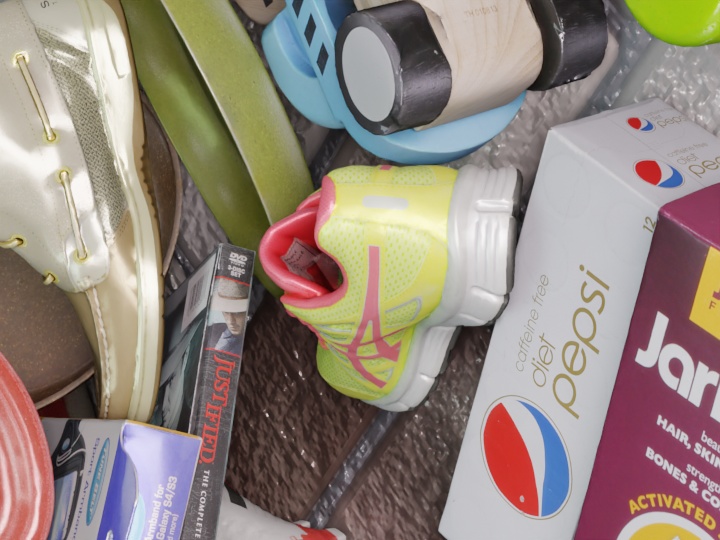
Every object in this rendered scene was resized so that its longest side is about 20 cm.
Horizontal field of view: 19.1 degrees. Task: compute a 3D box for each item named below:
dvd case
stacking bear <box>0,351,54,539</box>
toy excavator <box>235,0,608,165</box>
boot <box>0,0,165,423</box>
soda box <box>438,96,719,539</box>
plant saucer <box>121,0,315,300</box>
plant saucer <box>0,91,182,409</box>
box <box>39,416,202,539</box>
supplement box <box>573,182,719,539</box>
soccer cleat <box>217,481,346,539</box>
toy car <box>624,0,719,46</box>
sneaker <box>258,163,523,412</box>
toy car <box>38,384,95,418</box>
[{"bbox_3d":[-0.092,0.103,0.970,0.146,0.022,0.201,139,141,-59],"label":"dvd case"},{"bbox_3d":[-0.227,0.101,0.997,0.114,0.121,0.200,52,155,-16],"label":"stacking bear"},{"bbox_3d":[-0.015,-0.121,0.887,0.200,0.100,0.195,-37,74,59],"label":"toy excavator"},{"bbox_3d":[-0.169,-0.021,0.952,0.072,0.154,0.201,-174,76,-75],"label":"boot"},{"bbox_3d":[0.093,0.038,0.834,0.068,0.063,0.201,40,131,34],"label":"soda box"},{"bbox_3d":[-0.068,-0.081,0.950,0.201,0.031,0.200,58,169,18],"label":"plant saucer"},{"bbox_3d":[-0.173,-0.011,1.082,0.200,0.200,0.037,42,177,32],"label":"plant saucer"},{"bbox_3d":[-0.119,0.126,0.939,0.200,0.041,0.120,174,110,-68],"label":"box"},{"bbox_3d":[0.149,0.077,0.763,0.110,0.085,0.201,36,130,37],"label":"supplement box"},{"bbox_3d":[-0.073,0.138,1.057,0.200,0.085,0.069,40,133,35],"label":"soccer cleat"},{"bbox_3d":[0.116,-0.168,0.658,0.200,0.164,0.159,38,131,48],"label":"toy car"},{"bbox_3d":[0.000,0.000,0.873,0.200,0.090,0.079,121,155,-65],"label":"sneaker"},{"bbox_3d":[-0.248,0.094,1.159,0.184,0.199,0.178,-7,99,52],"label":"toy car"}]
